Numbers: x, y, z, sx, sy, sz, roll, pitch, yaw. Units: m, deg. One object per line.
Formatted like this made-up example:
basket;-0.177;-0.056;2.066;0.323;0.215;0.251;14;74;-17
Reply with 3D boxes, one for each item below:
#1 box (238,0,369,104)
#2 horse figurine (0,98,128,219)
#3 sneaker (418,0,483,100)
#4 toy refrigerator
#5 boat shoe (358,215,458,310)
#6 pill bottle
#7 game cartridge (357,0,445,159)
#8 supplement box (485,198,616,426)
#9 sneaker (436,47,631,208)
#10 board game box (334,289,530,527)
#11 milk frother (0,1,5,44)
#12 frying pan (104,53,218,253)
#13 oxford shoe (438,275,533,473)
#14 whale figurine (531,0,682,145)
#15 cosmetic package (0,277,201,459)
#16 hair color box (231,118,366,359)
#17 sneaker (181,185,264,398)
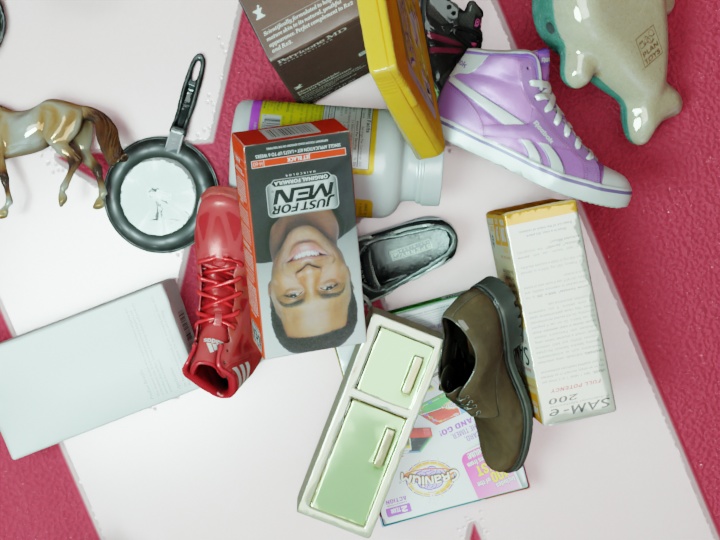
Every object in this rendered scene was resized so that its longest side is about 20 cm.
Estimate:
box;-0.039;-0.219;1.525;0.100;0.200;0.075;-27;80;3
horse figurine;-0.314;-0.118;1.610;0.199;0.050;0.133;-9;76;10
sneaker;0.085;-0.213;1.589;0.083;0.077;0.201;-23;94;6
toy refrigerator;0.009;0.142;1.574;0.076;0.070;0.201;21;94;-3
boat shoe;0.001;0.003;1.608;0.198;0.068;0.074;-16;93;2
pill bottle;-0.022;-0.104;1.584;0.199;0.104;0.105;5;94;0
game cartridge;0.029;-0.212;1.445;0.032;0.200;0.177;-12;71;8
supplement box;0.177;0.036;1.578;0.073;0.126;0.201;-12;93;-3
sneaker;0.172;-0.138;1.524;0.200;0.073;0.115;25;99;-2
board game box;0.067;0.133;1.630;0.152;0.040;0.201;-14;94;2
milk frother;-0.338;-0.281;1.536;0.179;0.188;0.201;10;94;1
frying pan;-0.173;-0.103;1.627;0.115;0.031;0.190;38;96;-3
oxford shoe;0.107;0.109;1.546;0.084;0.073;0.201;-28;119;-28
whale figurine;0.234;-0.219;1.584;0.159;0.104;0.201;-42;117;-27
cosmetic package;-0.259;0.094;1.615;0.199;0.081;0.113;-19;93;3
hair color box;-0.055;-0.029;1.511;0.101;0.061;0.201;-10;109;-13
sneaker;-0.124;0.030;1.554;0.078;0.116;0.201;-1;120;14
